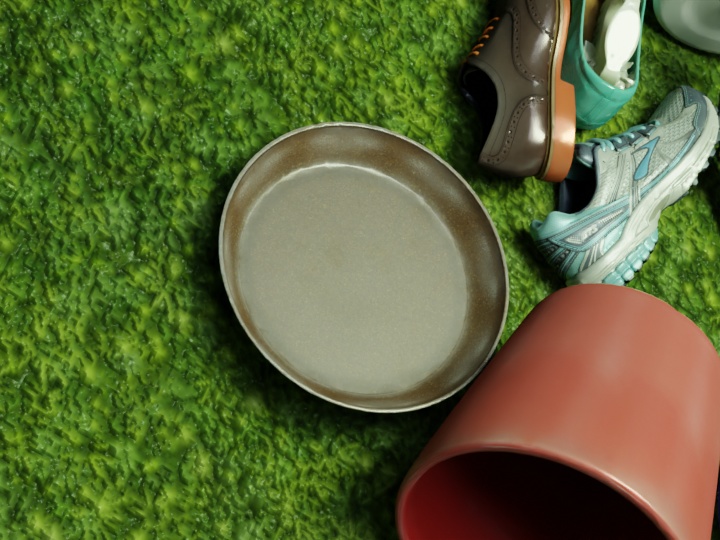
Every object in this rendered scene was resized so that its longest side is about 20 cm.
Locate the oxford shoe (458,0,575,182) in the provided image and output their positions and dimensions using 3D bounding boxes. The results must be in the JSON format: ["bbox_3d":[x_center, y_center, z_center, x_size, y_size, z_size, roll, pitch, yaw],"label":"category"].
[{"bbox_3d":[0.107,-0.160,1.226,0.072,0.071,0.202,3,63,-11],"label":"oxford shoe"}]

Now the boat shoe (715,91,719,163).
[{"bbox_3d":[0.292,-0.102,1.269,0.066,0.074,0.201,-22,127,-46],"label":"boat shoe"}]

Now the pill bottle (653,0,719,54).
[{"bbox_3d":[0.297,-0.282,1.344,0.119,0.119,0.202,22,65,-23],"label":"pill bottle"}]

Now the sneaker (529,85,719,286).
[{"bbox_3d":[0.190,-0.072,1.242,0.086,0.078,0.201,40,59,-10],"label":"sneaker"}]

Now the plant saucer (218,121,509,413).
[{"bbox_3d":[0.000,0.000,1.116,0.198,0.032,0.202,9,65,-19],"label":"plant saucer"}]

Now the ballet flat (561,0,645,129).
[{"bbox_3d":[0.190,-0.200,1.285,0.067,0.070,0.202,21,65,-23],"label":"ballet flat"}]

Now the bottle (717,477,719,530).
[{"bbox_3d":[0.354,0.182,1.263,0.199,0.065,0.084,15,68,-26],"label":"bottle"}]

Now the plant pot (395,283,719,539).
[{"bbox_3d":[0.140,0.118,1.094,0.200,0.200,0.178,41,48,-13],"label":"plant pot"}]
